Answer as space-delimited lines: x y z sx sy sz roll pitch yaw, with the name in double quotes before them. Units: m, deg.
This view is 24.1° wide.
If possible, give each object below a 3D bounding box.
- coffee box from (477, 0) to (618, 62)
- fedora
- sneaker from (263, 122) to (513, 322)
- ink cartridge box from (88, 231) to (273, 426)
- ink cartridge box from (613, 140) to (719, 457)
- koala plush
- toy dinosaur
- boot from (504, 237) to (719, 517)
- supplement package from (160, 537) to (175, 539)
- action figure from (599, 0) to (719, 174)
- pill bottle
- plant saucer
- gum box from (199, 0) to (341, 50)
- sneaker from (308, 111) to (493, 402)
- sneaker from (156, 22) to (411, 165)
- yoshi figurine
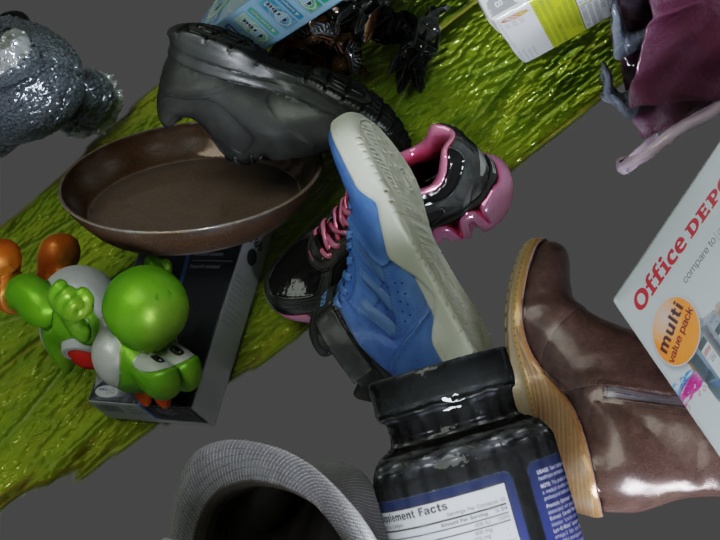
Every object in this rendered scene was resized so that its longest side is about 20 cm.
"coffee box" 0.138 -0.280 1.113 0.198 0.200 0.200 -28 84 10
"fedora" -0.030 0.190 1.051 0.177 0.090 0.200 0 101 37
"sneaker" 0.006 -0.039 1.202 0.200 0.095 0.079 -33 52 11
"ink cartridge box" -0.130 0.019 1.282 0.099 0.039 0.200 0 61 31
"ink cartridge box" 0.269 0.036 0.939 0.145 0.145 0.200 -60 41 32
"koala plush" -0.312 -0.147 1.414 0.200 0.177 0.184 -9 69 25
"toy dinosaur" -0.005 -0.211 1.320 0.136 0.102 0.200 39 107 56
"boot" 0.178 0.063 1.073 0.166 0.072 0.200 -5 58 14
"supplement package" -0.070 0.277 0.971 0.156 0.200 0.111 3 21 32
"action figure" 0.263 -0.149 1.115 0.200 0.134 0.149 -6 91 -1
"pill bottle" 0.072 0.151 0.984 0.112 0.112 0.200 -17 84 20
"plant saucer" -0.126 -0.060 1.275 0.200 0.035 0.200 -5 27 2
"gum box" -0.034 -0.250 1.296 0.200 0.045 0.170 -23 32 53
"sneaker" 0.000 0.000 1.138 0.111 0.200 0.077 -24 12 21
"sneaker" -0.059 -0.114 1.258 0.200 0.076 0.091 23 107 7
"yoshi figurine" -0.186 0.019 1.224 0.200 0.112 0.112 28 73 36
